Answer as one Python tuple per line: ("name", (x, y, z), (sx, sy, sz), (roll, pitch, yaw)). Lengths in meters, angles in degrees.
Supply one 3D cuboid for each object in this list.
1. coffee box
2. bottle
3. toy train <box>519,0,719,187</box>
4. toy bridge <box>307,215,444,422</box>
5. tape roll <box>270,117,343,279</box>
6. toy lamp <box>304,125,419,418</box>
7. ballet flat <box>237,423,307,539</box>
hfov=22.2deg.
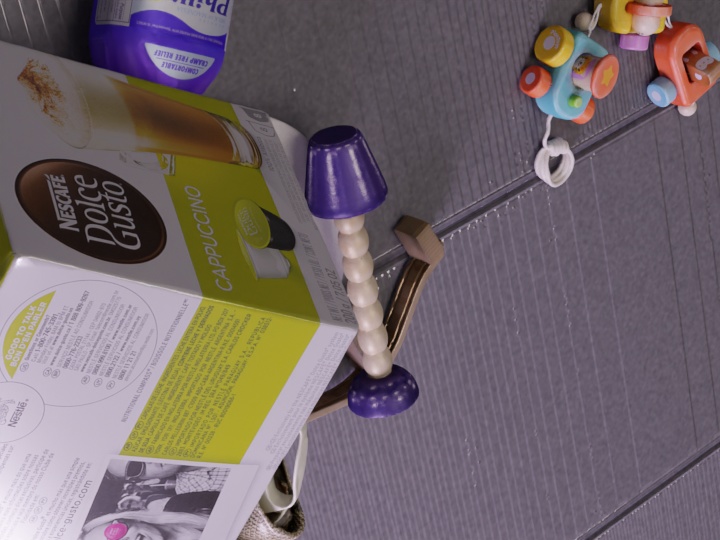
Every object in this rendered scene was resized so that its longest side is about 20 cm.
("coffee box", (-0.151, 0.025, 0.996), (0.197, 0.200, 0.200), (14, 122, -30))
("bottle", (-0.121, -0.145, 1.105), (0.083, 0.065, 0.201), (10, 89, -36))
("toy train", (0.212, -0.151, 1.411), (0.200, 0.056, 0.151), (-36, 124, -27))
("toy bridge", (-0.004, 0.050, 1.309), (0.200, 0.027, 0.067), (-48, 131, -19))
("tape roll", (-0.097, -0.008, 1.205), (0.202, 0.037, 0.204), (-14, 112, -36))
("toy lamp", (0.000, 0.000, 1.230), (0.058, 0.058, 0.201), (-29, 123, -31))
("ballet flat", (-0.070, 0.090, 1.182), (0.068, 0.075, 0.201), (-45, 131, -49))
